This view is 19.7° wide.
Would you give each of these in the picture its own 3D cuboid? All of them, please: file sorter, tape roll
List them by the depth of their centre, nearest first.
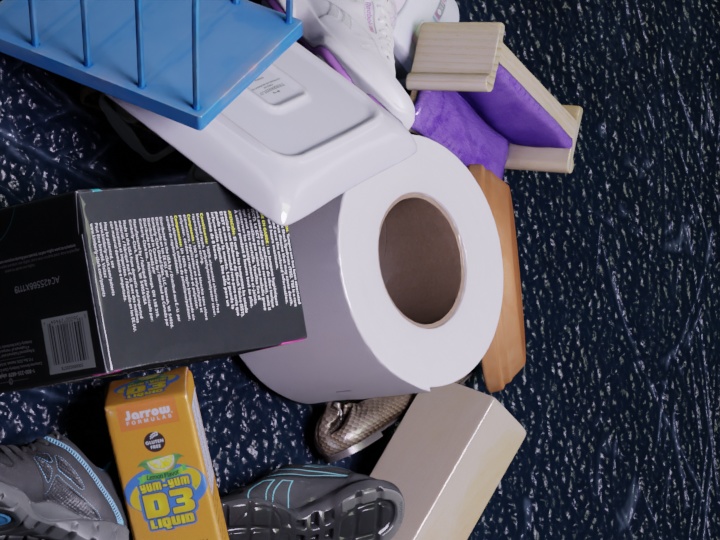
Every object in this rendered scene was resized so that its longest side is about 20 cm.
[{"bbox_3d":[-0.160,-0.214,1.473,0.139,0.200,0.123,-48,152,-42],"label":"file sorter"},{"bbox_3d":[0.000,0.000,1.660,0.202,0.139,0.203,10,76,-47],"label":"tape roll"}]

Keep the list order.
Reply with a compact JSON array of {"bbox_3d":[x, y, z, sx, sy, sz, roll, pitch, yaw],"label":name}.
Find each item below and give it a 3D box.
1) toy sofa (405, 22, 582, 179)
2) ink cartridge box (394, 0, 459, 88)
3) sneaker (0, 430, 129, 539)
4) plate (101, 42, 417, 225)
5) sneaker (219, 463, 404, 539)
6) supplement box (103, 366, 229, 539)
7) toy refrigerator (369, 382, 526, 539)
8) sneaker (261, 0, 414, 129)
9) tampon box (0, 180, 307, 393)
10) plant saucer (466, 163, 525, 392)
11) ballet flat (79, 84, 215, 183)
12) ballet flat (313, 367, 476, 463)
[{"bbox_3d":[0.119,-0.138,1.844,0.200,0.083,0.098,36,63,-56],"label":"toy sofa"},{"bbox_3d":[0.039,-0.288,1.850,0.163,0.057,0.200,51,54,-29],"label":"ink cartridge box"},{"bbox_3d":[-0.240,0.150,1.446,0.200,0.073,0.082,34,45,-48],"label":"sneaker"},{"bbox_3d":[-0.075,-0.128,1.542,0.200,0.032,0.199,37,35,15],"label":"plate"},{"bbox_3d":[-0.066,0.195,1.625,0.200,0.079,0.076,-4,111,-30],"label":"sneaker"},{"bbox_3d":[-0.135,0.177,1.514,0.069,0.066,0.200,-99,177,-78],"label":"supplement box"},{"bbox_3d":[0.050,0.194,1.697,0.200,0.076,0.070,-59,137,-15],"label":"toy refrigerator"},{"bbox_3d":[0.000,-0.189,1.676,0.099,0.200,0.075,-27,143,-14],"label":"sneaker"},{"bbox_3d":[-0.165,0.010,1.484,0.200,0.150,0.127,-6,86,-49],"label":"tampon box"},{"bbox_3d":[0.120,0.006,1.809,0.200,0.037,0.201,-5,90,-83],"label":"plant saucer"},{"bbox_3d":[-0.128,-0.097,1.569,0.200,0.071,0.065,33,67,5],"label":"ballet flat"},{"bbox_3d":[0.028,0.103,1.754,0.200,0.067,0.046,-30,95,-42],"label":"ballet flat"}]
